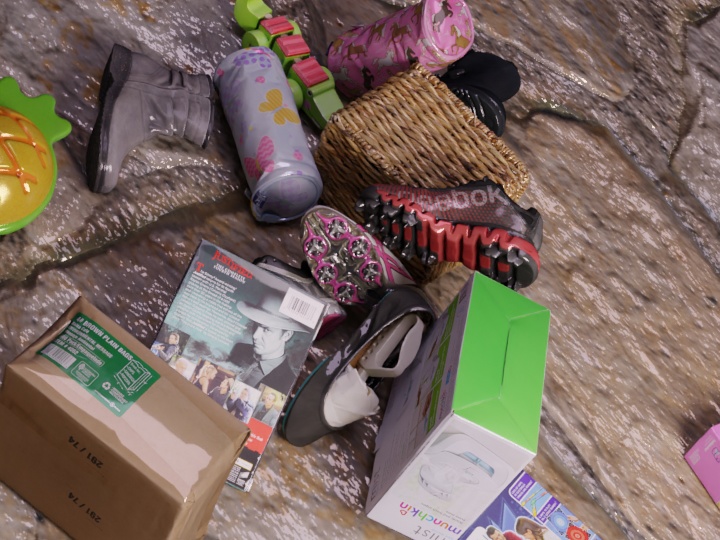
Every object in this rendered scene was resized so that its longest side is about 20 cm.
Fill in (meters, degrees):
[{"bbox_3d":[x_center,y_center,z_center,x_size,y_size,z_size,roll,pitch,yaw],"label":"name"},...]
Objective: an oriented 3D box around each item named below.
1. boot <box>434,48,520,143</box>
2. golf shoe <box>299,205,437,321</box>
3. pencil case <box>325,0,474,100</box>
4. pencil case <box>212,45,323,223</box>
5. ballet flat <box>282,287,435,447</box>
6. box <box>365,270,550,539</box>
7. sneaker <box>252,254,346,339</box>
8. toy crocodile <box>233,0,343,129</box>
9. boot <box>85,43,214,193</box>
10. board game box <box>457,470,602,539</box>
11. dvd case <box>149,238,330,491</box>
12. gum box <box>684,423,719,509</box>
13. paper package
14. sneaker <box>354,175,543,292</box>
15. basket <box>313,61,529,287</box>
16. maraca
[{"bbox_3d":[0.135,-0.206,1.746,0.167,0.199,0.077,-33,112,-35],"label":"boot"},{"bbox_3d":[0.000,0.000,1.562,0.200,0.072,0.092,47,11,-31],"label":"golf shoe"},{"bbox_3d":[0.045,-0.260,1.722,0.083,0.199,0.087,-43,108,-34],"label":"pencil case"},{"bbox_3d":[-0.104,-0.151,1.653,0.082,0.091,0.202,0,56,-28],"label":"pencil case"},{"bbox_3d":[0.003,0.099,1.480,0.068,0.068,0.201,23,69,47],"label":"ballet flat"},{"bbox_3d":[0.094,0.136,1.446,0.096,0.177,0.201,26,39,-10],"label":"box"},{"bbox_3d":[-0.113,0.032,1.527,0.198,0.074,0.088,-6,58,-32],"label":"sneaker"},{"bbox_3d":[-0.081,-0.247,1.752,0.067,0.062,0.201,-21,66,-33],"label":"toy crocodile"},{"bbox_3d":[-0.223,-0.157,1.625,0.130,0.070,0.202,17,55,-17],"label":"boot"},{"bbox_3d":[0.150,0.303,1.460,0.135,0.035,0.200,41,50,10],"label":"board game box"},{"bbox_3d":[-0.133,0.091,1.438,0.145,0.022,0.202,26,79,-11],"label":"dvd case"},{"bbox_3d":[0.470,0.206,1.647,0.198,0.066,0.114,-17,62,-32],"label":"gum box"},{"bbox_3d":[-0.215,0.156,1.312,0.199,0.191,0.104,37,49,8],"label":"paper package"},{"bbox_3d":[0.095,-0.053,1.500,0.198,0.071,0.098,19,56,13],"label":"sneaker"},{"bbox_3d":[0.062,-0.098,1.647,0.200,0.143,0.148,44,54,16],"label":"basket"},{"bbox_3d":[-0.367,-0.117,1.504,0.136,0.107,0.201,26,49,-12],"label":"maraca"}]
